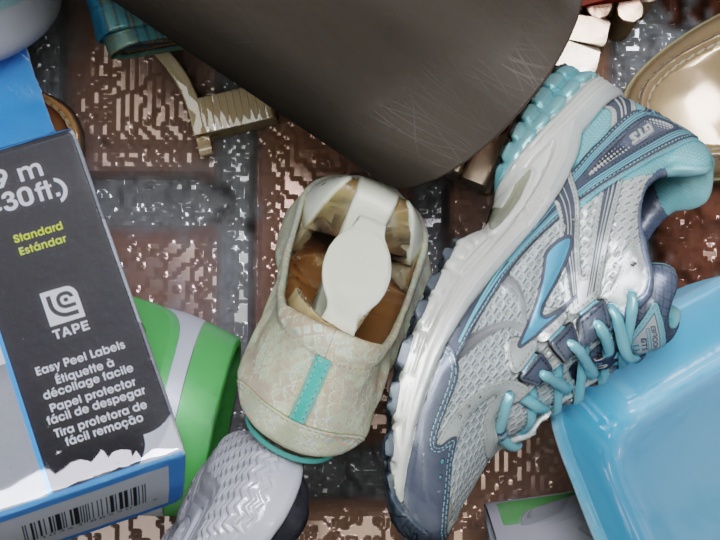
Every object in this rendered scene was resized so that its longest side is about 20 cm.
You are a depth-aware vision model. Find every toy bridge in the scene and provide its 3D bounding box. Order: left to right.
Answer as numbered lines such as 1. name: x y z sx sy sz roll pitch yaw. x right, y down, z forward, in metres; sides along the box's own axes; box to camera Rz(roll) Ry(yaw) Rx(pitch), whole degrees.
1. toy bridge: -0.087 -0.147 0.813 0.067 0.027 0.202 -12 87 1

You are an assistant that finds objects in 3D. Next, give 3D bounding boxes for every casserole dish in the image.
1. casserole dish: 0.135 0.061 0.673 0.121 0.200 0.039 -30 110 6

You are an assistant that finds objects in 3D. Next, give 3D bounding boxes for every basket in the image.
1. basket: -0.025 -0.134 0.686 0.200 0.181 0.136 39 128 -25

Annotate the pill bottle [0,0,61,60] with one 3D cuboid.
1. pill bottle: -0.181 -0.184 0.734 0.110 0.111 0.201 -2 121 1

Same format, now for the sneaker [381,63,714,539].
1. sneaker: 0.072 0.015 0.708 0.086 0.078 0.201 22 69 14

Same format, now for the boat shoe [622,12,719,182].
1. boat shoe: 0.202 -0.092 0.786 0.199 0.065 0.072 -21 87 0

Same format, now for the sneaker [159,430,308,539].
1. sneaker: -0.030 0.139 0.732 0.113 0.200 0.076 26 50 -5

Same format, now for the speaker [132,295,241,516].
1. speaker: -0.153 0.043 0.776 0.198 0.088 0.089 12 87 2

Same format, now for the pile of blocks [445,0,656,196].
1. pile of blocks: 0.084 -0.116 0.791 0.200 0.062 0.082 -42 87 -2

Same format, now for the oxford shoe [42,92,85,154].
1. oxford shoe: -0.215 -0.042 0.790 0.198 0.071 0.072 -7 85 -1

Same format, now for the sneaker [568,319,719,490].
1. sneaker: 0.171 0.022 0.787 0.199 0.067 0.091 -19 67 8

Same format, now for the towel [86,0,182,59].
1. towel: -0.064 -0.194 0.790 0.146 0.022 0.202 -13 86 -26

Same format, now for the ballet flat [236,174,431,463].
1. ballet flat: 0.000 0.000 0.721 0.067 0.200 0.063 20 118 -5

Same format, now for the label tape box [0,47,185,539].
1. label tape box: -0.163 0.009 0.707 0.142 0.066 0.201 -18 73 -12

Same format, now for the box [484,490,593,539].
1. box: 0.157 0.171 0.740 0.198 0.097 0.178 -9 99 1
